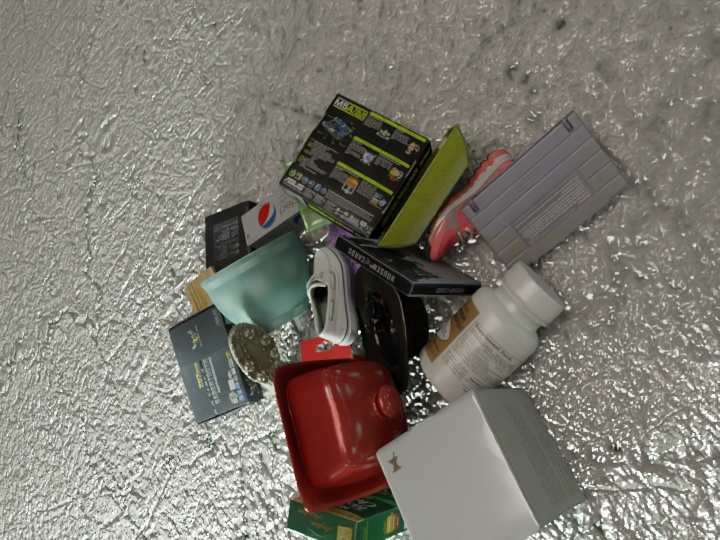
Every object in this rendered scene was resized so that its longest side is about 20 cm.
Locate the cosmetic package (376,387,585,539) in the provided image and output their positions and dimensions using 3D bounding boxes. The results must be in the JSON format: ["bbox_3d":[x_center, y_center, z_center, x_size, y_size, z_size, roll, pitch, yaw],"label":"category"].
[{"bbox_3d":[0.158,0.267,0.782,0.166,0.198,0.169,-38,62,24],"label":"cosmetic package"}]

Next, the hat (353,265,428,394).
[{"bbox_3d":[0.058,0.082,0.927,0.200,0.079,0.206,-140,44,-56],"label":"hat"}]

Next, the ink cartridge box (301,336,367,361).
[{"bbox_3d":[-0.034,0.213,1.009,0.114,0.067,0.206,-15,73,31],"label":"ink cartridge box"}]

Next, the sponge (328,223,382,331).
[{"bbox_3d":[0.000,0.000,1.047,0.109,0.030,0.206,-15,74,32],"label":"sponge"}]

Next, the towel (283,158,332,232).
[{"bbox_3d":[-0.027,-0.169,1.050,0.195,0.031,0.152,-23,67,3],"label":"towel"}]

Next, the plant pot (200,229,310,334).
[{"bbox_3d":[-0.169,0.035,1.080,0.197,0.200,0.137,-25,95,29],"label":"plant pot"}]

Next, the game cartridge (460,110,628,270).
[{"bbox_3d":[0.254,-0.102,0.840,0.199,0.039,0.130,-40,101,18],"label":"game cartridge"}]

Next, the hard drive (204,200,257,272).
[{"bbox_3d":[-0.264,-0.026,1.237,0.137,0.033,0.206,-14,73,33],"label":"hard drive"}]

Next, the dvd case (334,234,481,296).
[{"bbox_3d":[0.074,-0.006,0.891,0.149,0.198,0.025,33,107,34],"label":"dvd case"}]

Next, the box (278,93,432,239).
[{"bbox_3d":[-0.010,-0.174,1.013,0.197,0.048,0.196,30,79,20],"label":"box"}]

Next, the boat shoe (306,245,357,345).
[{"bbox_3d":[-0.055,0.030,0.997,0.074,0.065,0.203,-52,39,29],"label":"boat shoe"}]

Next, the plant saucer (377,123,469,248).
[{"bbox_3d":[0.104,-0.121,0.923,0.047,0.200,0.203,32,102,-2],"label":"plant saucer"}]

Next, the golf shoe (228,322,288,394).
[{"bbox_3d":[-0.176,0.162,1.050,0.096,0.201,0.079,7,53,45],"label":"golf shoe"}]

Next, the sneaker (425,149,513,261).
[{"bbox_3d":[0.176,-0.084,0.898,0.087,0.074,0.201,41,92,22],"label":"sneaker"}]

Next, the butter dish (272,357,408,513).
[{"bbox_3d":[-0.001,0.203,0.840,0.147,0.197,0.204,-34,65,37],"label":"butter dish"}]

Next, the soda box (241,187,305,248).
[{"bbox_3d":[-0.135,-0.114,1.143,0.197,0.063,0.070,-30,65,27],"label":"soda box"}]

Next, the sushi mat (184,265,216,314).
[{"bbox_3d":[-0.289,0.102,1.213,0.095,0.012,0.204,-32,78,30],"label":"sushi mat"}]

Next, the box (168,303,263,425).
[{"bbox_3d":[-0.286,0.181,1.180,0.155,0.051,0.205,-24,80,31],"label":"box"}]

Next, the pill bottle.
[{"bbox_3d":[0.184,0.090,0.848,0.201,0.113,0.115,-48,59,18],"label":"pill bottle"}]

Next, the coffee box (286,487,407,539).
[{"bbox_3d":[-0.001,0.353,0.879,0.120,0.198,0.045,3,84,35],"label":"coffee box"}]
